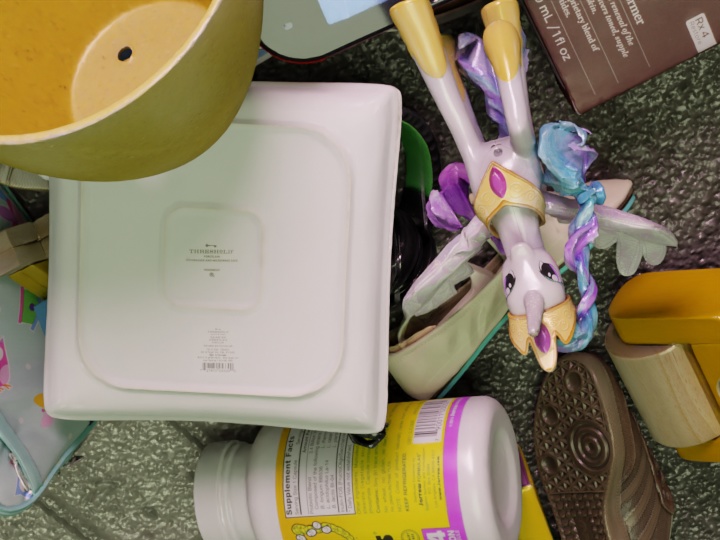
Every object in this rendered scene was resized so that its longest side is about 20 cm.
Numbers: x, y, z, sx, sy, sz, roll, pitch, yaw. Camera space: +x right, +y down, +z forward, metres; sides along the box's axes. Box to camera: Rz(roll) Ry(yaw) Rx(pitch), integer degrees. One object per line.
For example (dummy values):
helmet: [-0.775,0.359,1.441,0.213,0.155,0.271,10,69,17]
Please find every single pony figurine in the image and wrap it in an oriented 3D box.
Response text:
pony figurine: [0.081,-0.043,0.929,0.165,0.193,0.202,-17,85,9]

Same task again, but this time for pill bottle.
pill bottle: [-0.002,0.139,1.081,0.198,0.104,0.105,-6,119,19]

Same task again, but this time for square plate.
square plate: [-0.079,-0.008,0.944,0.198,0.028,0.200,3,98,0]

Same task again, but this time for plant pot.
plant pot: [-0.128,-0.123,0.848,0.199,0.201,0.142,-23,153,7]

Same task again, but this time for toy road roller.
toy road roller: [0.271,0.034,1.075,0.199,0.146,0.123,-6,125,41]

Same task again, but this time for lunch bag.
lunch bag: [-0.235,0.044,0.990,0.077,0.161,0.201,-16,117,35]

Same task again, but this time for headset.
headset: [0.000,0.000,1.010,0.123,0.094,0.202,-5,114,-46]

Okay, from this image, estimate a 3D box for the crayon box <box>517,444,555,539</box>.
crayon box: [0.048,0.234,1.173,0.198,0.058,0.174,-20,115,5]

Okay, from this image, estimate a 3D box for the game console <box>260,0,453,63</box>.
game console: [0.007,-0.222,0.892,0.198,0.031,0.178,-24,110,0]

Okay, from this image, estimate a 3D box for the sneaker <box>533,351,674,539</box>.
sneaker: [0.171,0.145,1.142,0.075,0.070,0.202,-21,107,-43]

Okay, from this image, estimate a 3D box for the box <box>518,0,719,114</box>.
box: [0.187,-0.184,0.969,0.199,0.075,0.101,-28,115,7]

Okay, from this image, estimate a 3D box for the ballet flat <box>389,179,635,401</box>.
ballet flat: [0.084,0.001,1.060,0.069,0.070,0.200,37,108,-20]

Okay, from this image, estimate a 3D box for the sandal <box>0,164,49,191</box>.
sandal: [-0.133,-0.072,1.004,0.198,0.054,0.081,7,92,-13]

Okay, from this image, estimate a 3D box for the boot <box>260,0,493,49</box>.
boot: [-0.011,-0.233,0.937,0.185,0.064,0.202,-12,106,-18]

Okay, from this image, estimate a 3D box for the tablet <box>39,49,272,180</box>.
tablet: [-0.123,-0.153,0.955,0.199,0.014,0.131,-31,114,-11]

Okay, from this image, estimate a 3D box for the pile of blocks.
pile of blocks: [-0.130,0.027,1.006,0.062,0.083,0.199,-24,139,36]
